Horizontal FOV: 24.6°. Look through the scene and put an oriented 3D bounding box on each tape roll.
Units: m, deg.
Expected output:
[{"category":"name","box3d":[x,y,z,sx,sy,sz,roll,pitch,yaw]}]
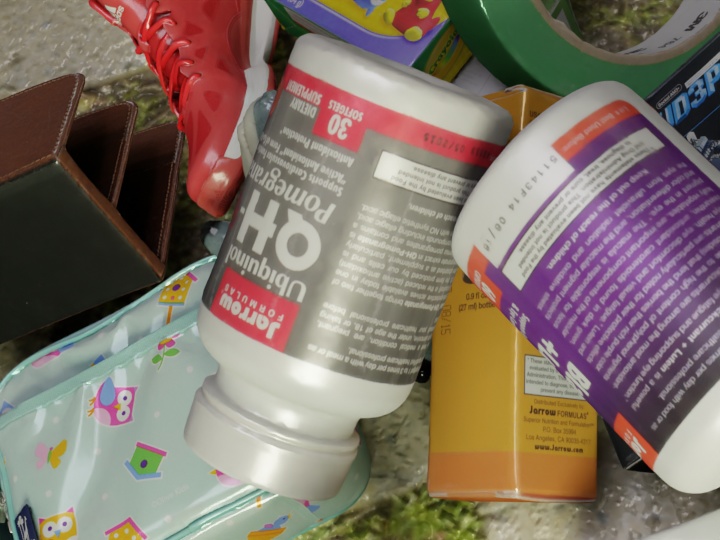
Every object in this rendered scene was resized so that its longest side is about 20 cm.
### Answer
[{"category":"tape roll","box3d":[0.134,-0.183,0.871,0.201,0.200,0.048,-54,21,-9]}]

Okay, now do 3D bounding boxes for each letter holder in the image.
[{"category":"letter holder","box3d":[-0.213,-0.043,0.961,0.199,0.101,0.143,-20,40,22]}]

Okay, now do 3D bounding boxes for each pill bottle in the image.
[{"category":"pill bottle","box3d":[-0.012,0.000,0.778,0.110,0.110,0.202,26,100,30]},{"category":"pill bottle","box3d":[0.142,0.023,0.709,0.111,0.111,0.200,-42,70,-2]}]

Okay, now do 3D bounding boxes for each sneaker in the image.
[{"category":"sneaker","box3d":[-0.111,-0.118,0.956,0.115,0.079,0.201,19,38,-14]}]

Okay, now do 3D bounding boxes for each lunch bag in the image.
[{"category":"lunch bag","box3d":[-0.107,0.089,0.901,0.199,0.077,0.161,-27,60,7]}]

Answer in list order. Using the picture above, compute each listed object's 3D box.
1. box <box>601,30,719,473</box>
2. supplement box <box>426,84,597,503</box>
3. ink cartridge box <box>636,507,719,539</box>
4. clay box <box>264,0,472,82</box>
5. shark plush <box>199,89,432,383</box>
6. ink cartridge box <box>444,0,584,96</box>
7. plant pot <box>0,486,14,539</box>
[{"category":"box","box3d":[0.179,-0.018,0.803,0.200,0.046,0.160,-44,52,34]},{"category":"supplement box","box3d":[0.078,0.014,0.829,0.066,0.068,0.202,-8,79,49]},{"category":"ink cartridge box","box3d":[0.203,0.174,0.732,0.199,0.084,0.146,-23,60,10]},{"category":"clay box","box3d":[0.049,-0.198,0.922,0.115,0.048,0.201,33,81,29]},{"category":"shark plush","box3d":[0.000,0.000,0.861,0.091,0.083,0.201,-33,87,-39]},{"category":"ink cartridge box","box3d":[0.058,-0.122,0.946,0.103,0.059,0.201,25,77,30]},{"category":"plant pot","box3d":[-0.248,0.177,0.888,0.141,0.141,0.200,-40,65,0]}]
